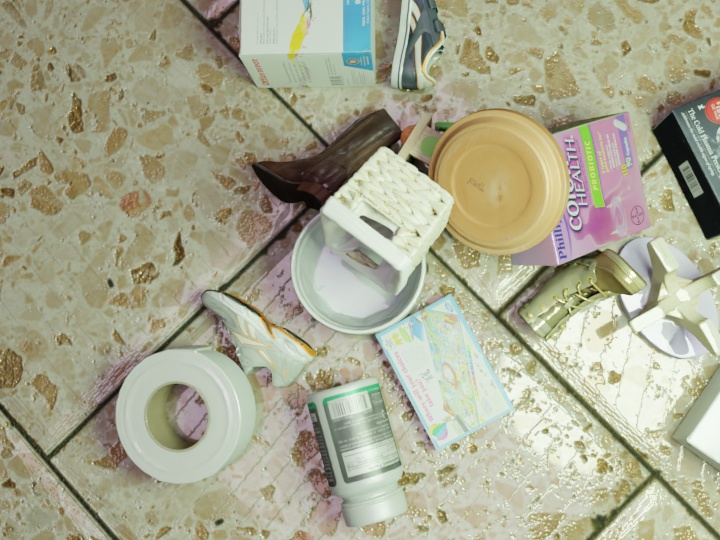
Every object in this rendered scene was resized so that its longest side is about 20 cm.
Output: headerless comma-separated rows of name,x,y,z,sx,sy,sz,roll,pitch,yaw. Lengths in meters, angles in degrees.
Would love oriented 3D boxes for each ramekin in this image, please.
ramekin,0.000,0.000,1.276,0.200,0.105,0.200,0,83,4

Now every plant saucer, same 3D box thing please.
plant saucer,0.181,-0.117,1.136,0.200,0.032,0.201,10,110,29

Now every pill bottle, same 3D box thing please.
pill bottle,-0.003,0.266,1.239,0.113,0.113,0.200,-15,82,2

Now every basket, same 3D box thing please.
basket,0.035,-0.064,1.134,0.136,0.200,0.123,37,80,6

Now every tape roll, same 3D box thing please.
tape roll,-0.263,0.214,1.266,0.202,0.071,0.203,0,89,13

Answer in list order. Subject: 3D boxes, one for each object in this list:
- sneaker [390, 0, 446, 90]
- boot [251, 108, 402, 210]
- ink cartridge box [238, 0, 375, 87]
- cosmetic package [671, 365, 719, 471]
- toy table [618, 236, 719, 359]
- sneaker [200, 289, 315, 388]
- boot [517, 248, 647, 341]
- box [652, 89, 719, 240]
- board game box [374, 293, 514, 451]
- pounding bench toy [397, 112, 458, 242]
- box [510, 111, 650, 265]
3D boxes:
sneaker,0.100,-0.385,1.332,0.079,0.078,0.200,8,95,9
boot,-0.050,-0.189,1.322,0.186,0.064,0.200,27,65,38
ink cartridge box,-0.079,-0.377,1.306,0.200,0.147,0.145,0,83,3
cosmetic package,0.564,0.196,1.227,0.108,0.085,0.200,37,87,8
toy table,0.463,0.038,1.238,0.184,0.117,0.200,-41,83,-2
sneaker,-0.174,0.106,1.292,0.200,0.076,0.092,34,91,8
boot,0.311,0.039,1.209,0.155,0.200,0.073,-43,103,-1
box,0.578,-0.177,1.263,0.182,0.104,0.200,-24,83,-1
board game box,0.128,0.155,1.284,0.134,0.034,0.200,-28,82,0
pounding bench toy,0.136,-0.175,1.279,0.156,0.124,0.200,31,86,7
box,0.303,-0.119,1.212,0.200,0.097,0.176,-19,101,-29
